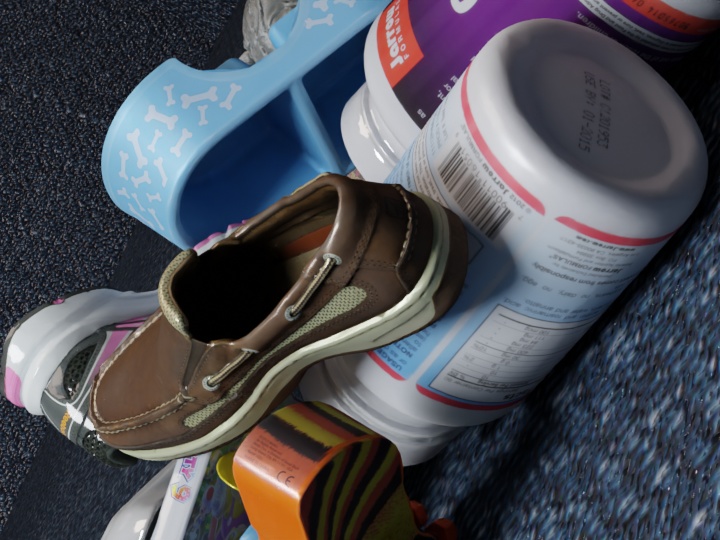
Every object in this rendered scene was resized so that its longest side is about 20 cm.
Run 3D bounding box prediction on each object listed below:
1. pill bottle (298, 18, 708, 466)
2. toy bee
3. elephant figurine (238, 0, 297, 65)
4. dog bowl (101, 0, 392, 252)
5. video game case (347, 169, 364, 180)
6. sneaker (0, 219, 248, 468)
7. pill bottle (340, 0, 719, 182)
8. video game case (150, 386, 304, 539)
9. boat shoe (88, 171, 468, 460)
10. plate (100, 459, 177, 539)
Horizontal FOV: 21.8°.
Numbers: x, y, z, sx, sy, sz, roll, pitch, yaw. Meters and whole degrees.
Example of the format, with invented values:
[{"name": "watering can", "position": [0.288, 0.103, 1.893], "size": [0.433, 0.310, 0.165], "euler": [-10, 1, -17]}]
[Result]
[{"name": "pill bottle", "position": [0.051, -0.004, 0.800], "size": [0.200, 0.109, 0.109], "euler": [-53, 15, 41]}, {"name": "toy bee", "position": [-0.007, 0.117, 0.795], "size": [0.109, 0.131, 0.200], "euler": [-41, -15, -35]}, {"name": "elephant figurine", "position": [-0.023, -0.136, 1.210], "size": [0.142, 0.200, 0.155], "euler": [-60, 11, 14]}, {"name": "dog bowl", "position": [-0.034, -0.084, 0.933], "size": [0.200, 0.050, 0.111], "euler": [-39, -33, -7]}, {"name": "video game case", "position": [0.000, 0.000, 0.988], "size": [0.200, 0.025, 0.181], "euler": [-57, 44, 11]}, {"name": "sneaker", "position": [-0.072, 0.044, 0.906], "size": [0.200, 0.086, 0.080], "euler": [-26, -33, -36]}, {"name": "pill bottle", "position": [0.078, -0.110, 0.848], "size": [0.200, 0.112, 0.112], "euler": [-43, 21, 37]}, {"name": "video game case", "position": [-0.049, 0.095, 0.868], "size": [0.143, 0.018, 0.200], "euler": [45, -120, -65]}, {"name": "boat shoe", "position": [-0.053, 0.014, 0.753], "size": [0.202, 0.075, 0.075], "euler": [-33, 49, 34]}, {"name": "plate", "position": [-0.106, 0.173, 0.914], "size": [0.200, 0.032, 0.200], "euler": [-42, -31, -73]}]
